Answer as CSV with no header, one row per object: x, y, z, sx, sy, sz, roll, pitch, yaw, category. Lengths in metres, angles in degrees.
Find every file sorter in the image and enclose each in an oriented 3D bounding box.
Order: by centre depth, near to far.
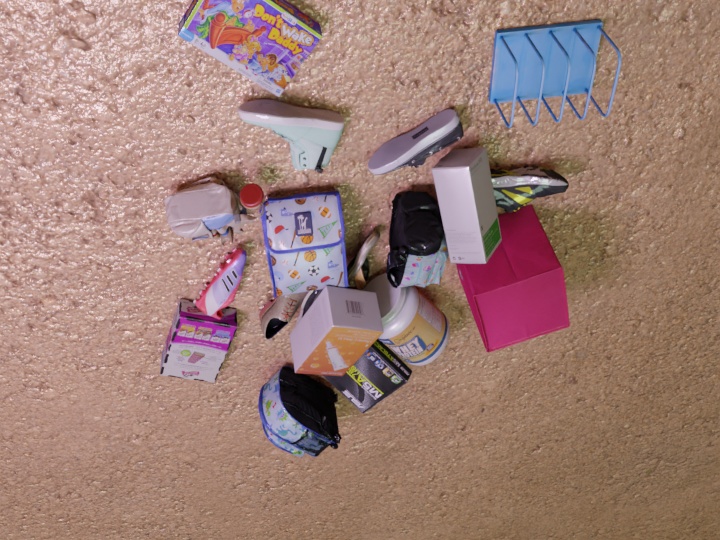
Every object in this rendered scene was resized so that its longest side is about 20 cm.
0.345,-0.345,1.293,0.195,0.124,0.141,-8,134,-5,file sorter

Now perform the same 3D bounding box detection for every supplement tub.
0.099,0.111,1.647,0.144,0.146,0.199,-34,130,20,supplement tub

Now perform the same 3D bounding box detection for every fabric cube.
0.323,0.019,1.571,0.196,0.202,0.198,-17,135,5,fabric cube

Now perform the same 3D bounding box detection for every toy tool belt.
-0.271,-0.114,1.404,0.195,0.128,0.123,-11,165,4,toy tool belt

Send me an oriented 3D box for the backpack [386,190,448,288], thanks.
0.117,-0.045,1.502,0.123,0.170,0.202,4,145,-1,backpack

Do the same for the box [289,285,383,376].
-0.055,0.133,1.542,0.122,0.099,0.201,8,143,-28,box

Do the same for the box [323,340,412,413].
-0.005,0.225,1.714,0.200,0.048,0.193,44,130,-6,box

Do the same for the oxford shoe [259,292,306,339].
-0.157,0.076,1.610,0.069,0.076,0.201,21,123,-27,oxford shoe

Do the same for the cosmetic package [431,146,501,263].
0.211,-0.127,1.422,0.083,0.108,0.204,2,121,31,cosmetic package

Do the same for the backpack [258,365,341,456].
-0.164,0.353,1.793,0.146,0.185,0.199,-38,123,22,backpack

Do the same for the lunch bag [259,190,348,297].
-0.113,-0.059,1.467,0.166,0.125,0.204,-7,123,-7,lunch bag

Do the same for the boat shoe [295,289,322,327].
-0.097,0.083,1.609,0.067,0.072,0.201,28,145,7,boat shoe

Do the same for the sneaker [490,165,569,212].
0.326,-0.163,1.483,0.195,0.075,0.086,0,117,1,sneaker

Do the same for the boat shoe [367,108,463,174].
0.110,-0.232,1.392,0.198,0.070,0.066,-33,130,8,boat shoe

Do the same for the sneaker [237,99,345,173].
-0.133,-0.238,1.323,0.196,0.074,0.120,6,125,-20,sneaker

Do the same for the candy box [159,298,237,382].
-0.373,0.165,1.660,0.134,0.062,0.202,12,128,-22,candy box

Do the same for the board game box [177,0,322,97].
-0.181,-0.397,1.191,0.198,0.045,0.135,26,123,-30,board game box

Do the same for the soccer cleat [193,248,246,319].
-0.284,0.028,1.543,0.076,0.067,0.200,35,125,-14,soccer cleat

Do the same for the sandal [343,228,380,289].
0.000,0.000,1.566,0.053,0.081,0.202,29,120,-5,sandal
